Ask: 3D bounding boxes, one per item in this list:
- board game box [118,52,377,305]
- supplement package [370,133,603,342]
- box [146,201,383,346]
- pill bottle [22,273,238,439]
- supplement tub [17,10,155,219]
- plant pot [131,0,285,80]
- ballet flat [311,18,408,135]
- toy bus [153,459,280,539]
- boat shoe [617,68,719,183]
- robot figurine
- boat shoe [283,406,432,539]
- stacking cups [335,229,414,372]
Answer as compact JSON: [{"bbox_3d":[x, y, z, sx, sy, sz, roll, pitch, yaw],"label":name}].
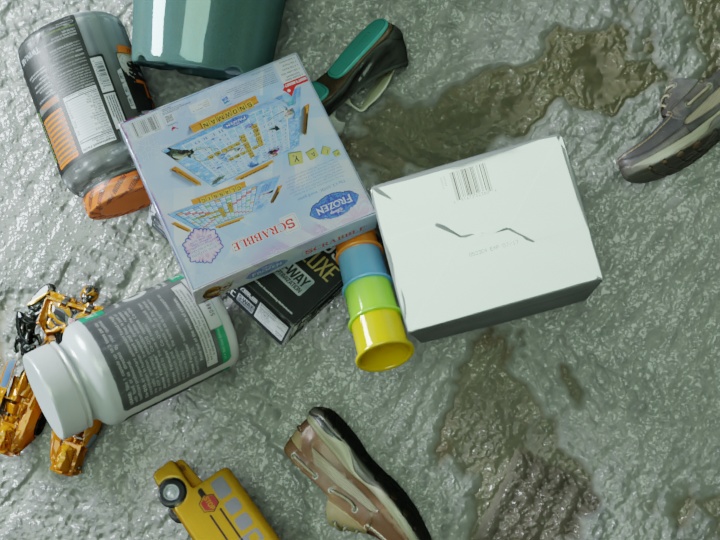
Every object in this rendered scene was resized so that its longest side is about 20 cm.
[{"bbox_3d":[-0.113,-0.094,1.286,0.199,0.041,0.201,-23,71,-9],"label":"board game box"},{"bbox_3d":[0.126,-0.025,1.283,0.190,0.200,0.148,-15,83,4],"label":"supplement package"},{"bbox_3d":[-0.098,-0.040,1.347,0.200,0.050,0.158,42,55,9],"label":"box"},{"bbox_3d":[-0.235,0.088,1.324,0.199,0.113,0.114,-26,82,-23],"label":"pill bottle"},{"bbox_3d":[-0.281,-0.164,1.383,0.122,0.123,0.201,-22,83,4],"label":"supplement tub"},{"bbox_3d":[-0.158,-0.306,1.357,0.198,0.200,0.198,9,94,7],"label":"plant pot"},{"bbox_3d":[-0.026,-0.186,1.380,0.200,0.068,0.069,-38,121,-4],"label":"ballet flat"},{"bbox_3d":[-0.134,0.278,1.333,0.078,0.065,0.200,-34,65,-13],"label":"toy bus"},{"bbox_3d":[0.347,-0.162,1.342,0.199,0.075,0.074,-31,72,-6],"label":"boat shoe"},{"bbox_3d":[-0.322,0.113,1.393,0.144,0.058,0.202,16,87,5],"label":"robot figurine"},{"bbox_3d":[-0.003,0.237,1.343,0.074,0.076,0.200,-42,73,7],"label":"boat shoe"},{"bbox_3d":[0.000,0.000,1.291,0.060,0.061,0.201,-19,61,5],"label":"stacking cups"}]
